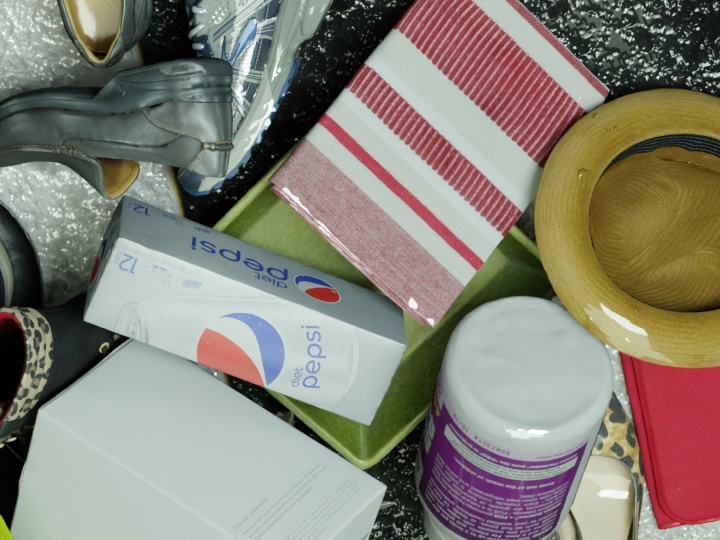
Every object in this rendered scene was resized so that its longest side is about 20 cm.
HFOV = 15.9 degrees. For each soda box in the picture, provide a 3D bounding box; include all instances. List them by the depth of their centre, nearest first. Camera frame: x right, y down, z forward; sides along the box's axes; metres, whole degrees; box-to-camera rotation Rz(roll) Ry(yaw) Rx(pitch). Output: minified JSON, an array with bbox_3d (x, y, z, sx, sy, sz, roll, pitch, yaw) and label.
[{"bbox_3d":[-0.073,0.026,1.649,0.199,0.068,0.064,21,112,-12],"label":"soda box"}]

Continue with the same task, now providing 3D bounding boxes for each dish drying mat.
[{"bbox_3d":[0.223,0.086,1.774,0.076,0.018,0.201,-13,114,3],"label":"dish drying mat"}]

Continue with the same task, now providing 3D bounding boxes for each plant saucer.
[{"bbox_3d":[0.000,0.000,1.711,0.200,0.048,0.200,41,107,-18],"label":"plant saucer"}]

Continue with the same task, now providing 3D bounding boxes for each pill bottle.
[{"bbox_3d":[0.094,0.115,1.692,0.111,0.113,0.201,6,144,-5],"label":"pill bottle"}]

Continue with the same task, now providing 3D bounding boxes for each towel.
[{"bbox_3d":[0.052,-0.084,1.644,0.144,0.023,0.200,42,77,-16],"label":"towel"}]

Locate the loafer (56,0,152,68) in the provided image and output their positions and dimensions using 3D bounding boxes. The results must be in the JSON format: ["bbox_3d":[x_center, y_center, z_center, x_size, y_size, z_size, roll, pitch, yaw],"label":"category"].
[{"bbox_3d":[-0.167,-0.223,1.591,0.072,0.072,0.201,-11,113,4],"label":"loafer"}]

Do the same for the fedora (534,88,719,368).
[{"bbox_3d":[0.198,-0.020,1.674,0.199,0.082,0.202,5,73,-15],"label":"fedora"}]

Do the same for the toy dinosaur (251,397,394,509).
[{"bbox_3d":[-0.047,0.148,1.738,0.199,0.077,0.103,-3,130,31],"label":"toy dinosaur"}]

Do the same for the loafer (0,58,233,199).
[{"bbox_3d":[-0.164,-0.080,1.611,0.199,0.073,0.073,-10,87,37],"label":"loafer"}]

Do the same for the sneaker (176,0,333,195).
[{"bbox_3d":[-0.077,-0.145,1.639,0.085,0.077,0.201,27,103,-3],"label":"sneaker"}]

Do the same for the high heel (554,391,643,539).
[{"bbox_3d":[0.164,0.181,1.746,0.071,0.143,0.201,0,114,-2],"label":"high heel"}]

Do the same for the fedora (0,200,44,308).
[{"bbox_3d":[-0.309,0.026,1.686,0.199,0.092,0.202,-1,115,-2],"label":"fedora"}]

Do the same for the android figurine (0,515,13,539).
[{"bbox_3d":[-0.263,0.166,1.658,0.041,0.182,0.201,-37,123,-21],"label":"android figurine"}]

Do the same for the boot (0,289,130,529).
[{"bbox_3d":[-0.225,0.096,1.685,0.073,0.150,0.201,39,108,18],"label":"boot"}]

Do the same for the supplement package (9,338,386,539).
[{"bbox_3d":[-0.106,0.155,1.651,0.199,0.120,0.122,31,128,16],"label":"supplement package"}]
